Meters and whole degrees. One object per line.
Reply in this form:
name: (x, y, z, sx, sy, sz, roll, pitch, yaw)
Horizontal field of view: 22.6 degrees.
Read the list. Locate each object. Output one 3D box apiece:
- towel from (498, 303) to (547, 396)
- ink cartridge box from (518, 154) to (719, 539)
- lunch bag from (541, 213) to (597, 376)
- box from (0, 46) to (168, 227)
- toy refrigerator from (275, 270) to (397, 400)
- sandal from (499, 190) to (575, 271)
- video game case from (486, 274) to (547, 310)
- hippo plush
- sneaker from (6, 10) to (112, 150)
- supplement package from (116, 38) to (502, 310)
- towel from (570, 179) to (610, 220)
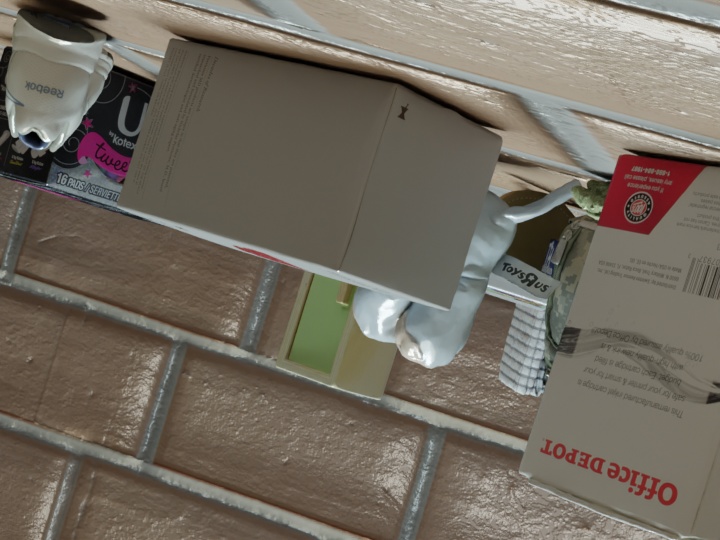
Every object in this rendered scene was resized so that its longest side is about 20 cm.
towel: (0.239, 0.074, 2.234, 0.085, 0.166, 0.200, 15, 180, -4)
ink cartridge box: (0.188, 0.046, 1.005, 0.083, 0.200, 0.145, 18, 178, -35)
lunch bag: (0.235, 0.052, 1.348, 0.139, 0.168, 0.200, -21, -152, -36)
box: (-0.217, -0.112, 1.586, 0.132, 0.115, 0.200, 14, 178, 45)
toy refrigerator: (0.000, 0.000, 1.521, 0.076, 0.200, 0.070, 17, 178, 44)
sandal: (0.150, -0.019, 1.471, 0.070, 0.078, 0.211, 8, 177, 45)
video game case: (0.121, 0.010, 1.790, 0.143, 0.018, 0.200, 18, 179, 4)
hippo plush: (0.018, -0.015, 1.282, 0.161, 0.160, 0.200, 9, -175, -42)
sneaker: (-0.220, -0.128, 1.258, 0.074, 0.087, 0.200, 16, 180, -4)
supplement package: (-0.034, -0.062, 1.147, 0.200, 0.120, 0.121, 16, 177, 40)
towel: (0.244, -0.018, 1.167, 0.148, 0.037, 0.200, 17, 179, -32)
